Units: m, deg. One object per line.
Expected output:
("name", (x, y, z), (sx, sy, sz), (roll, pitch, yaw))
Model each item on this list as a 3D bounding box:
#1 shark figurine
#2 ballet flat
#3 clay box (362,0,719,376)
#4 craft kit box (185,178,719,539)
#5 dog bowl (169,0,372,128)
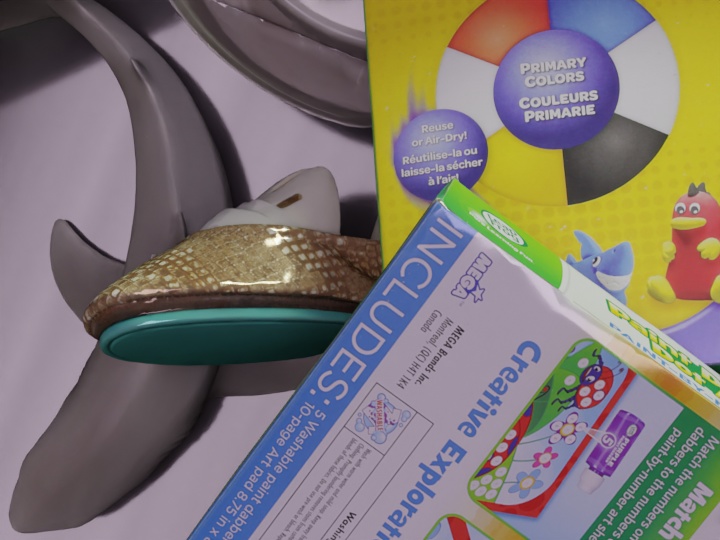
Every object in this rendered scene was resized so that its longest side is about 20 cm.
("shark figurine", (-0.077, -0.020, 0.797), (0.128, 0.090, 0.215), (-8, 90, 5))
("ballet flat", (0.000, 0.000, 0.769), (0.200, 0.070, 0.065), (5, 72, -31))
("clay box", (0.061, -0.058, 0.720), (0.115, 0.048, 0.200), (-7, 74, 8))
("craft kit box", (0.046, 0.110, 0.669), (0.197, 0.049, 0.200), (37, 104, 1))
("dog bowl", (0.021, -0.145, 0.801), (0.200, 0.059, 0.200), (0, 88, 7))
